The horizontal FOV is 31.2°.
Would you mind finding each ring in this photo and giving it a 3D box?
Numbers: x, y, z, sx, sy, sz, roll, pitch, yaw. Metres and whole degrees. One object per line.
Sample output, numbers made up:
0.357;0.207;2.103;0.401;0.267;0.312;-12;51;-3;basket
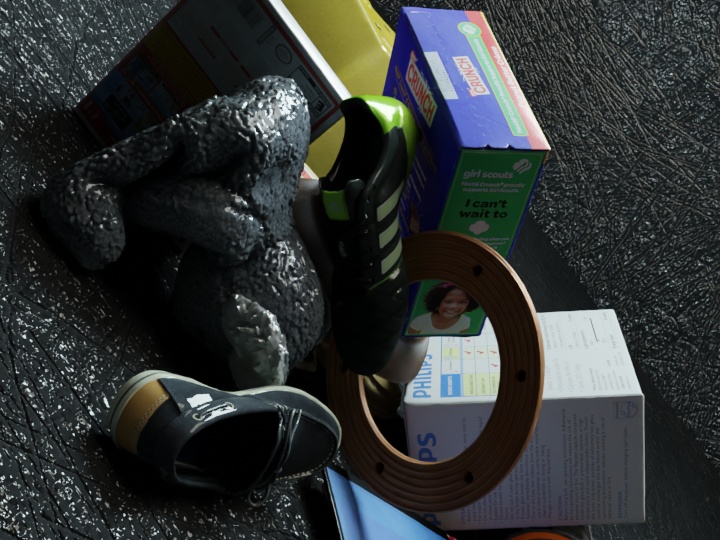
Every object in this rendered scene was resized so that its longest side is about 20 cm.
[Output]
0.053;0.073;0.936;0.019;0.201;0.202;7;46;-48;ring

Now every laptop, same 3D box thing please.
0.080;0.218;0.925;0.177;0.198;0.105;37;61;-41;laptop

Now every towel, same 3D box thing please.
0.046;0.247;0.992;0.200;0.022;0.146;38;24;-43;towel

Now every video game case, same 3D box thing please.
-0.115;-0.125;0.981;0.144;0.199;0.017;52;31;-3;video game case

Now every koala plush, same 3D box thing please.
-0.088;-0.014;0.908;0.202;0.182;0.177;65;15;-6;koala plush

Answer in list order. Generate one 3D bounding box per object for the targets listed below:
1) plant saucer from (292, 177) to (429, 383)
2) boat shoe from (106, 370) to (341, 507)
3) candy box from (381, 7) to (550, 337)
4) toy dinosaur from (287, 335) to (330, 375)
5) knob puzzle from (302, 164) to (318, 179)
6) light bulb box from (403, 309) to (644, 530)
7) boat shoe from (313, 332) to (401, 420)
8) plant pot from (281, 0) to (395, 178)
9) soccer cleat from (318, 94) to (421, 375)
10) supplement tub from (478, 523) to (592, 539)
0.000;0.000;1.085;0.200;0.032;0.201;46;24;-26;plant saucer
-0.072;0.109;0.809;0.062;0.075;0.199;34;7;36;boat shoe
0.065;-0.076;1.018;0.202;0.076;0.170;103;-22;-45;candy box
-0.066;0.049;1.060;0.100;0.058;0.201;25;25;-31;toy dinosaur
-0.077;-0.068;1.133;0.218;0.031;0.221;27;29;-17;knob puzzle
0.142;0.129;1.154;0.199;0.197;0.127;-78;164;-71;light bulb box
-0.017;0.042;1.173;0.201;0.062;0.073;55;14;5;boat shoe
-0.036;-0.168;1.326;0.194;0.199;0.197;39;21;-43;plant pot
-0.001;-0.026;0.927;0.081;0.067;0.203;8;87;-55;soccer cleat
0.154;0.262;1.124;0.107;0.106;0.200;51;14;-9;supplement tub
